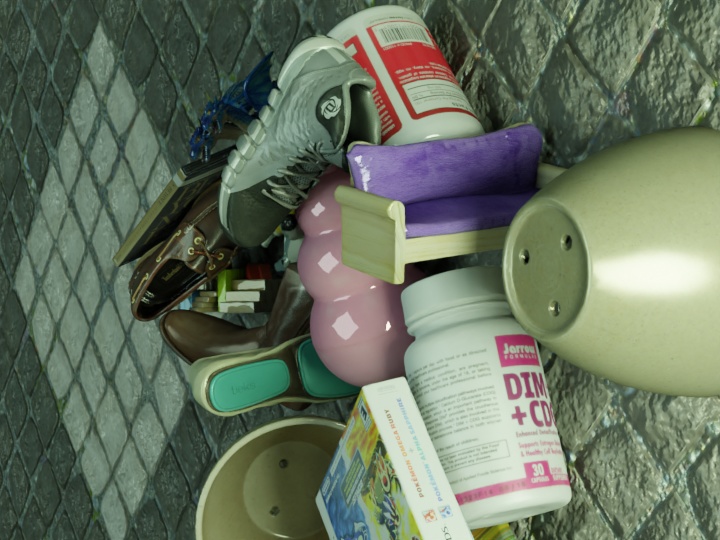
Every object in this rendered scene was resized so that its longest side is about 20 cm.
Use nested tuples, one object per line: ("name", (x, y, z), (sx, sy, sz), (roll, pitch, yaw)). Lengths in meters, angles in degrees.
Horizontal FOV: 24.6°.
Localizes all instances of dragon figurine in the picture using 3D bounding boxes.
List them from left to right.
("dragon figurine", (-0.092, -0.167, 1.582), (0.059, 0.099, 0.200), (-37, 20, 50))

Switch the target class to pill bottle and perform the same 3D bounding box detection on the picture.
("pill bottle", (0.042, -0.126, 1.438), (0.112, 0.112, 0.201), (-58, 46, 42))
("pill bottle", (0.099, 0.105, 1.364), (0.113, 0.113, 0.201), (-33, 65, 54))

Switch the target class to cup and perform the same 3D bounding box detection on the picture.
("cup", (-0.060, 0.224, 1.567), (0.143, 0.199, 0.202), (-138, 50, -79))
("cup", (0.187, -0.004, 1.188), (0.200, 0.143, 0.202), (5, 96, 58))

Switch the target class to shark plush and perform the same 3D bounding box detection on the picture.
("shark plush", (-0.036, -0.038, 1.602), (0.200, 0.090, 0.084), (107, 169, -64))

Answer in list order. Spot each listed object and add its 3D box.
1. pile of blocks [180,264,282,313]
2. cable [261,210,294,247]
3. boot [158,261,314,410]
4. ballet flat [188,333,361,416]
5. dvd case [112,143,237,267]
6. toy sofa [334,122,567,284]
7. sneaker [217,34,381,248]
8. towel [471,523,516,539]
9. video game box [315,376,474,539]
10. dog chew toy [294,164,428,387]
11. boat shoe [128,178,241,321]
("pile of blocks", (-0.153, 0.014, 1.788), (0.200, 0.082, 0.063), (-1, 90, 58))
("cable", (-0.045, -0.114, 1.615), (0.200, 0.050, 0.097), (-46, 24, 32))
("boot", (-0.093, 0.042, 1.620), (0.200, 0.186, 0.064), (121, 172, -52))
("ballet flat", (-0.071, 0.094, 1.554), (0.069, 0.199, 0.070), (16, 108, 60))
("dvd case", (-0.169, -0.078, 1.749), (0.016, 0.148, 0.200), (56, 141, 9))
("toy sofa", (0.084, -0.056, 1.296), (0.083, 0.199, 0.098), (23, 116, 55))
("sneaker", (-0.046, -0.090, 1.392), (0.115, 0.075, 0.201), (41, 113, 42))
("towel", (0.085, 0.184, 1.484), (0.086, 0.018, 0.201), (-51, 50, 42))
("video game box", (0.028, 0.218, 1.363), (0.183, 0.047, 0.200), (64, 154, 29))
("dog chew toy", (0.000, 0.000, 1.475), (0.124, 0.124, 0.201), (-7, 104, 58))
("boat shoe", (-0.167, -0.019, 1.710), (0.200, 0.070, 0.070), (-44, 23, 28))
